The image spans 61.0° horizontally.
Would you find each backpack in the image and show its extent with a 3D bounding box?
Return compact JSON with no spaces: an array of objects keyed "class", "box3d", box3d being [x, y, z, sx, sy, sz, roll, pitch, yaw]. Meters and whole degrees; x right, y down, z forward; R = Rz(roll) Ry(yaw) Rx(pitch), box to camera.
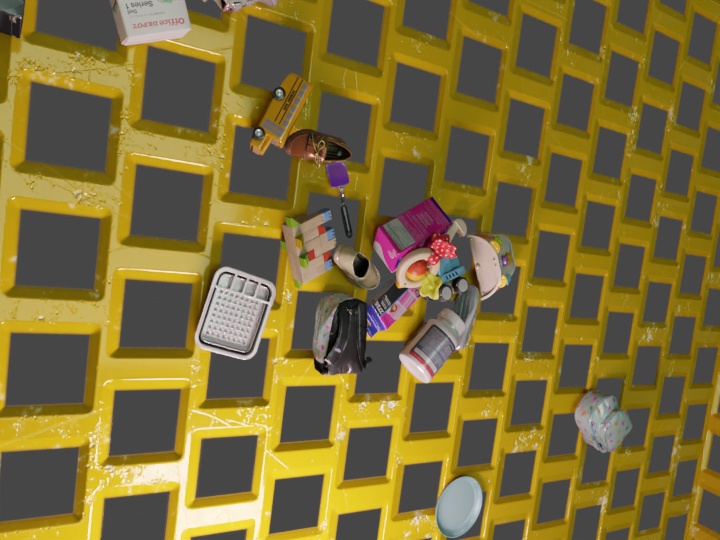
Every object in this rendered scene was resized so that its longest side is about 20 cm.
[{"class":"backpack","box3d":[0.888,0.548,2.245,0.175,0.153,0.202,-40,109,-13]},{"class":"backpack","box3d":[-0.054,0.165,1.620,0.164,0.125,0.207,1,97,-43]}]

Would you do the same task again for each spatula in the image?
[{"class":"spatula","box3d":[-0.047,-0.186,1.626,0.055,0.021,0.206,-16,109,-15]}]

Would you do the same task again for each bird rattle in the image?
[{"class":"bird rattle","box3d":[0.175,-0.009,1.655,0.158,0.115,0.202,-10,145,-21]}]

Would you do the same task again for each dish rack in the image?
[{"class":"dish rack","box3d":[-0.311,0.103,1.501,0.168,0.043,0.206,20,87,-33]}]

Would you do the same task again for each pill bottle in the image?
[{"class":"pill bottle","box3d":[0.217,0.216,1.796,0.200,0.119,0.120,-46,118,-16]}]

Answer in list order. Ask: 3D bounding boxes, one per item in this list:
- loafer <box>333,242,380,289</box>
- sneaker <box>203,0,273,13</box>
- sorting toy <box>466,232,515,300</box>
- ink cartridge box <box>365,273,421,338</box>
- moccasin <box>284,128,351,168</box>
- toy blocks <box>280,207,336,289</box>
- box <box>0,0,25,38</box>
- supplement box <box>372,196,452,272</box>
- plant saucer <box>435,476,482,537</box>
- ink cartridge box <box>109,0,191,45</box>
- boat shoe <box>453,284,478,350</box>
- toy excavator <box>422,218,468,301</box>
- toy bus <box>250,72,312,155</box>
[{"class":"loafer","box3d":[0.000,0.000,1.638,0.199,0.067,0.077,39,77,-49]},{"class":"sneaker","box3d":[-0.282,-0.626,1.384,0.194,0.081,0.091,7,96,-23]},{"class":"sorting toy","box3d":[0.430,-0.034,1.898,0.178,0.105,0.206,-19,97,-50]},{"class":"ink cartridge box","box3d":[0.083,0.095,1.746,0.199,0.037,0.096,-41,116,-17]},{"class":"moccasin","box3d":[-0.103,-0.300,1.516,0.198,0.077,0.075,3,118,-48]},{"class":"toy blocks","box3d":[-0.121,-0.069,1.568,0.135,0.099,0.206,-28,122,-34]},{"class":"box","box3d":[-0.676,-0.490,1.089,0.138,0.198,0.081,12,92,-32]},{"class":"supplement box","box3d":[0.142,-0.100,1.689,0.197,0.102,0.104,-29,69,-23]},{"class":"plant saucer","box3d":[0.318,0.769,2.002,0.195,0.027,0.207,-6,102,-30]},{"class":"ink cartridge box","box3d":[-0.451,-0.592,1.277,0.142,0.083,0.206,-19,108,-27]},{"class":"boat shoe","box3d":[0.322,0.145,1.889,0.061,0.071,0.206,13,95,-56]},{"class":"toy excavator","box3d":[0.254,-0.031,1.802,0.191,0.099,0.206,-22,100,-28]},{"class":"toy bus","box3d":[-0.194,-0.370,1.469,0.077,0.065,0.204,27,83,-11]}]
